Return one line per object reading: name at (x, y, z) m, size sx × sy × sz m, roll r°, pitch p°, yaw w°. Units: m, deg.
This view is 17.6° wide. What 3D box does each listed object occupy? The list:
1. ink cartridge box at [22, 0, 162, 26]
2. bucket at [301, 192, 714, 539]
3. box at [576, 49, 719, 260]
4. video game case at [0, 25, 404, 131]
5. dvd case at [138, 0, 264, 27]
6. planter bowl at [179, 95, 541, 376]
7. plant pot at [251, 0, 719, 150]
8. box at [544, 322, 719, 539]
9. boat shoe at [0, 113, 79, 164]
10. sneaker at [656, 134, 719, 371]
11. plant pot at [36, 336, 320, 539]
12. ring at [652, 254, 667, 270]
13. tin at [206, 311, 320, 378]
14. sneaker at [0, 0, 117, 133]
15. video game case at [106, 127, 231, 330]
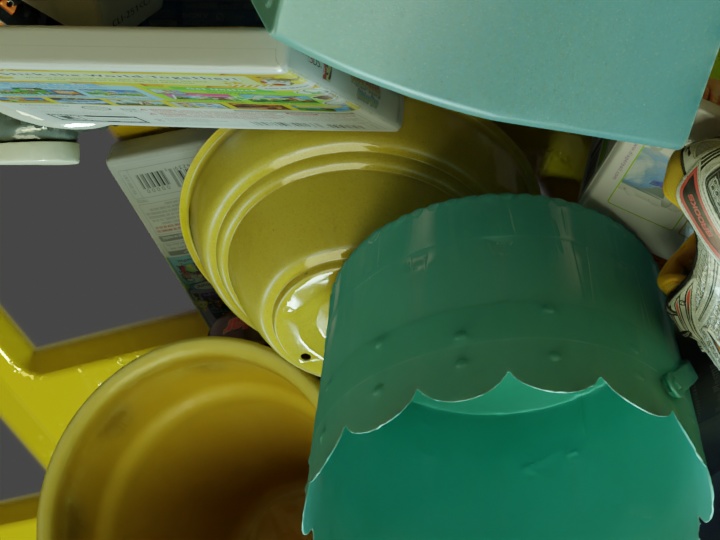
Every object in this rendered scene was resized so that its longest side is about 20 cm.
ink cartridge box at (-0.185, -0.222, 1.103) m, size 0.200 × 0.045 × 0.177 m, roll 31°, pitch 144°, yaw 30°
bucket at (0.071, 0.070, 1.152) m, size 0.206 × 0.135 × 0.208 m, roll 1°, pitch 139°, yaw 0°
box at (0.224, -0.054, 1.172) m, size 0.199 × 0.113 × 0.102 m, roll 24°, pitch 137°, yaw -5°
video game case at (-0.098, -0.092, 1.121) m, size 0.199 × 0.023 × 0.182 m, roll 3°, pitch 176°, yaw 18°
dvd case at (-0.047, -0.200, 1.116) m, size 0.142 × 0.018 × 0.201 m, roll 1°, pitch 115°, yaw 8°
planter bowl at (0.000, 0.000, 1.241) m, size 0.199 × 0.084 × 0.201 m, roll 0°, pitch 135°, yaw 0°
plant pot at (0.050, -0.155, 1.030) m, size 0.199 × 0.142 × 0.142 m, roll 3°, pitch 123°, yaw -21°
box at (0.199, 0.118, 1.265) m, size 0.197 × 0.201 × 0.123 m, roll -20°, pitch 129°, yaw 18°
boat shoe at (-0.249, -0.093, 1.331) m, size 0.199 × 0.073 × 0.062 m, roll 4°, pitch 93°, yaw 23°
sneaker at (0.189, 0.014, 1.126) m, size 0.082 × 0.078 × 0.201 m, roll 3°, pitch 126°, yaw 20°
plant pot at (-0.058, 0.160, 1.354) m, size 0.200 × 0.202 × 0.189 m, roll -6°, pitch 160°, yaw 22°
ring at (0.117, 0.046, 1.352) m, size 0.199 × 0.019 × 0.201 m, roll 1°, pitch 132°, yaw 1°
tin at (-0.022, 0.084, 1.421) m, size 0.111 × 0.042 × 0.200 m, roll -14°, pitch 141°, yaw 23°
sneaker at (-0.197, -0.143, 1.241) m, size 0.199 × 0.070 × 0.090 m, roll 21°, pitch 140°, yaw -2°
video game case at (-0.022, -0.020, 1.350) m, size 0.199 × 0.022 × 0.182 m, roll -10°, pitch 131°, yaw 24°
